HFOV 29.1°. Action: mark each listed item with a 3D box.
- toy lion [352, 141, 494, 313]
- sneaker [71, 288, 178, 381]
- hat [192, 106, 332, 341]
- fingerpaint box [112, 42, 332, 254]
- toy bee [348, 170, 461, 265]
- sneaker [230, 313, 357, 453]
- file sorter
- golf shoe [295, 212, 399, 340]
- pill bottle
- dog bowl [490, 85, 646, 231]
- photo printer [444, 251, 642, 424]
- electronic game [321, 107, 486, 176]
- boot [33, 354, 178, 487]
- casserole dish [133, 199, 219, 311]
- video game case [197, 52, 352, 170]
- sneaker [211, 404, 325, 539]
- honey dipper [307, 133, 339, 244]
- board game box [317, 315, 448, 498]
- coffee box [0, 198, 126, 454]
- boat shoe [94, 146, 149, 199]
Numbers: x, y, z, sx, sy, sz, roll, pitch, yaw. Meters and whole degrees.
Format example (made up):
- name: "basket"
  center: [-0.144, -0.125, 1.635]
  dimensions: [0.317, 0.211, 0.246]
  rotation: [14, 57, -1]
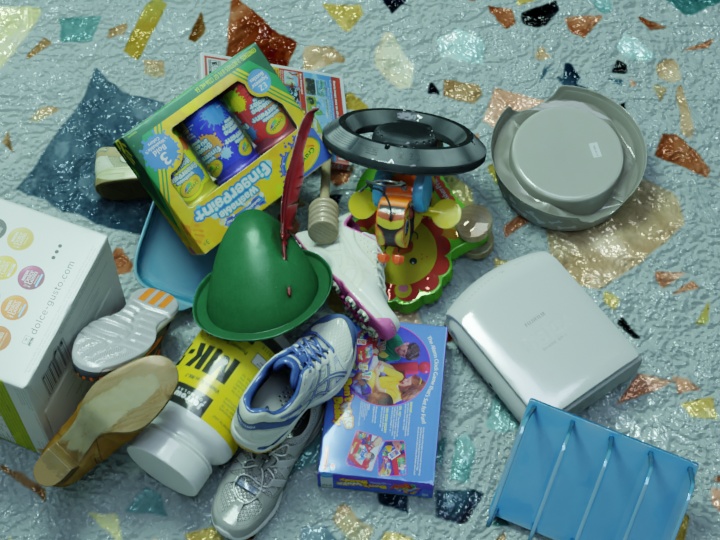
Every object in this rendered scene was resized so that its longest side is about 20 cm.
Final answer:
- name: "toy lion"
  center: [0.056, -0.052, 1.732]
  dimensions: [0.191, 0.069, 0.201]
  rotation: [-27, 65, -6]
- name: "sneaker"
  center: [-0.269, 0.106, 1.583]
  dimensions: [0.077, 0.113, 0.200]
  rotation: [23, 25, 13]
- name: "hat"
  center: [-0.123, -0.049, 1.549]
  dimensions: [0.164, 0.177, 0.201]
  rotation: [-4, 35, 11]
- name: "fingerpaint box"
  center: [-0.162, -0.143, 1.651]
  dimensions: [0.200, 0.073, 0.167]
  rotation: [-37, 101, -16]
- name: "toy bee"
  center: [0.038, -0.066, 1.635]
  dimensions: [0.130, 0.110, 0.199]
  rotation: [14, 16, 36]
- name: "sneaker"
  center: [-0.064, 0.114, 1.531]
  dimensions: [0.075, 0.088, 0.200]
  rotation: [32, 58, 12]
- name: "file sorter"
  center: [0.249, 0.246, 1.502]
  dimensions: [0.199, 0.123, 0.140]
  rotation: [21, 96, 10]
- name: "golf shoe"
  center: [0.000, 0.000, 1.644]
  dimensions: [0.091, 0.076, 0.200]
  rotation: [-33, 51, -10]
- name: "pill bottle"
  center: [-0.170, 0.148, 1.583]
  dimensions: [0.114, 0.115, 0.201]
  rotation: [27, 64, 13]
- name: "dog bowl"
  center: [0.263, -0.139, 1.778]
  dimensions: [0.199, 0.059, 0.201]
  rotation: [0, 62, -1]
- name: "photo printer"
  center: [0.210, 0.080, 1.651]
  dimensions: [0.166, 0.070, 0.200]
  rotation: [-31, 66, -16]
- name: "electronic game"
  center: [0.052, -0.152, 1.664]
  dimensions: [0.198, 0.042, 0.200]
  rotation: [6, 22, -3]
- name: "boot"
  center: [-0.277, 0.162, 1.540]
  dimensions: [0.201, 0.144, 0.071]
  rotation: [-41, 91, 0]
- name: "casserole dish"
  center: [-0.205, -0.049, 1.693]
  dimensions: [0.121, 0.039, 0.201]
  rotation: [21, 83, -18]
- name: "video game case"
  center: [-0.111, -0.205, 1.791]
  dimensions: [0.199, 0.017, 0.144]
  rotation: [7, 59, -22]
- name: "sneaker"
  center: [-0.109, 0.208, 1.569]
  dimensions: [0.074, 0.082, 0.201]
  rotation: [24, 64, 12]
- name: "honey dipper"
  center: [-0.045, -0.109, 1.708]
  dimensions: [0.038, 0.038, 0.201]
  rotation: [0, 40, -1]
- name: "board game box"
  center: [0.027, 0.157, 1.620]
  dimensions: [0.133, 0.045, 0.201]
  rotation: [6, 61, 3]
- name: "coffee box"
  center: [-0.402, 0.060, 1.578]
  dimensions: [0.197, 0.200, 0.201]
  rotation: [19, 62, 10]
- name: "boat shoe"
  center: [-0.236, -0.133, 1.760]
  dimensions: [0.199, 0.073, 0.064]
  rotation: [-6, 65, 1]
